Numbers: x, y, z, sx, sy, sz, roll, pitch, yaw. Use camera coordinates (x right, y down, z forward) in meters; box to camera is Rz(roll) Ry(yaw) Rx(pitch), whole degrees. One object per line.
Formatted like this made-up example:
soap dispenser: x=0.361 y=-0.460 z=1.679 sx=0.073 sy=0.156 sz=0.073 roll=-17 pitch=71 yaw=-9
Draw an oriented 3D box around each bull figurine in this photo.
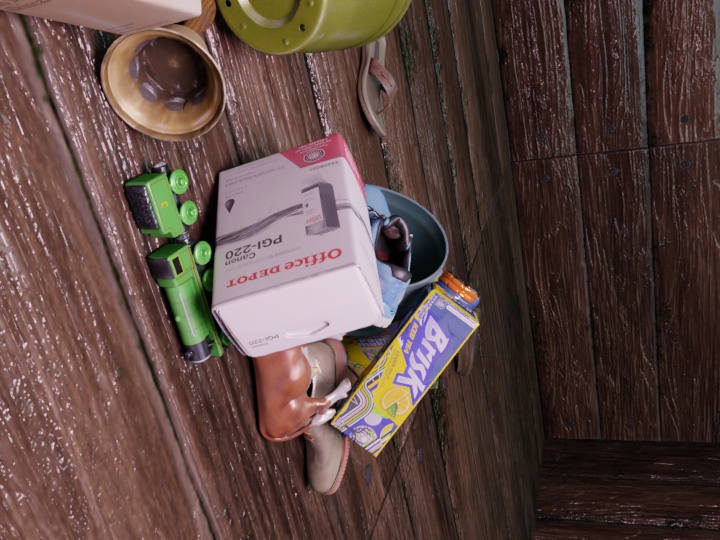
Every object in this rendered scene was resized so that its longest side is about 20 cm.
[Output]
bull figurine: x=-0.077 y=0.095 z=0.805 sx=0.065 sy=0.121 sz=0.201 roll=-148 pitch=-127 yaw=-61

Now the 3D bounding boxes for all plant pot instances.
plant pot: x=0.000 y=0.000 z=0.922 sx=0.201 sy=0.200 sz=0.135 roll=-67 pitch=174 yaw=-49
plant pot: x=-0.060 y=-0.325 z=0.780 sx=0.193 sy=0.200 sz=0.201 roll=-53 pitch=136 yaw=-53

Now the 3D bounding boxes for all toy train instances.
toy train: x=-0.166 y=-0.001 z=0.661 sx=0.056 sy=0.042 sz=0.201 roll=-45 pitch=129 yaw=-51

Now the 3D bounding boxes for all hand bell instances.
hand bell: x=-0.165 y=-0.221 z=0.666 sx=0.200 sy=0.104 sz=0.104 roll=-90 pitch=163 yaw=-47

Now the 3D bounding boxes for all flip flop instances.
flip flop: x=0.036 y=-0.326 z=1.211 sx=0.081 sy=0.057 sz=0.201 roll=40 pitch=50 yaw=-62

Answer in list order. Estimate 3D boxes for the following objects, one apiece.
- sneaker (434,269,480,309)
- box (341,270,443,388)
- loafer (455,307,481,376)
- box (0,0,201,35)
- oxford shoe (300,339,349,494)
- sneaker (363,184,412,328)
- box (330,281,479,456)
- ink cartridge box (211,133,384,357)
sneaker: x=0.100 y=0.059 z=0.953 sx=0.078 sy=0.075 sz=0.200 roll=-45 pitch=167 yaw=-10
box: x=0.047 y=0.055 z=1.097 sx=0.193 sy=0.121 sz=0.201 roll=56 pitch=37 yaw=-52
loafer: x=0.245 y=0.165 z=1.685 sx=0.076 sy=0.067 sz=0.201 roll=-56 pitch=153 yaw=-53
box: x=-0.207 y=-0.212 z=0.452 sx=0.200 sy=0.095 sz=0.078 roll=-11 pitch=100 yaw=-55
oxford shoe: x=-0.061 y=0.187 z=0.896 sx=0.074 sy=0.071 sz=0.201 roll=-2 pitch=90 yaw=-43
sneaker: x=0.027 y=-0.032 z=0.783 sx=0.078 sy=0.090 sz=0.200 roll=21 pitch=37 yaw=-25
box: x=0.052 y=0.114 z=0.833 sx=0.200 sy=0.070 sz=0.064 roll=-54 pitch=-179 yaw=9
ink cartridge box: x=-0.065 y=-0.029 z=0.707 sx=0.085 sy=0.145 sz=0.201 roll=64 pitch=13 yaw=-47
